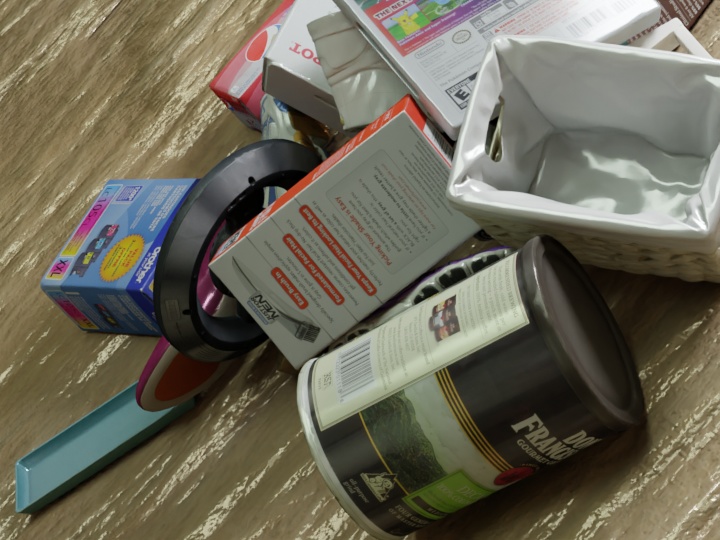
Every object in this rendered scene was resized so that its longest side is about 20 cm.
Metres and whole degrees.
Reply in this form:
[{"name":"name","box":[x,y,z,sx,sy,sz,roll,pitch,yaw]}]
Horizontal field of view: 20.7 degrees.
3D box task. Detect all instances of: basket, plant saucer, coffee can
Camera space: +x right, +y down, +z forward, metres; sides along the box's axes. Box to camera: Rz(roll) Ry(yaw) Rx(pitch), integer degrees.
[{"name":"basket","box":[0.181,-0.075,1.403,0.199,0.123,0.136,10,74,25]},{"name":"plant saucer","box":[-0.226,0.146,1.749,0.200,0.019,0.070,-34,35,15]},{"name":"coffee can","box":[0.077,0.085,1.383,0.200,0.146,0.147,-29,36,21]}]

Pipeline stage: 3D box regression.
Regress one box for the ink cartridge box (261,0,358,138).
[{"name":"ink cartridge box","box":[0.023,-0.216,1.688,0.200,0.145,0.084,-62,-2,-16]}]

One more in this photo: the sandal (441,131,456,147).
[{"name":"sandal","box":[0.106,-0.156,1.669,0.054,0.082,0.200,30,72,31]}]

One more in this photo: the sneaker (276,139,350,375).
[{"name":"sneaker","box":[0.000,0.000,1.625,0.067,0.090,0.201,-132,59,-79]}]

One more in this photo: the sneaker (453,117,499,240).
[{"name":"sneaker","box":[0.132,-0.051,1.559,0.089,0.074,0.200,-60,36,10]}]

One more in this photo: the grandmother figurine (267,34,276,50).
[{"name":"grandmother figurine","box":[0.024,-0.189,1.782,0.199,0.121,0.061,-3,77,17]}]

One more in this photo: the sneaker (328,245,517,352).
[{"name":"sneaker","box":[0.058,0.020,1.540,0.199,0.081,0.084,-23,32,28]}]

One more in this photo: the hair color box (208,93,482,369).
[{"name":"hair color box","box":[-0.006,-0.030,1.523,0.200,0.111,0.064,-37,10,15]}]

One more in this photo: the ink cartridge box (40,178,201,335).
[{"name":"ink cartridge box","box":[-0.189,-0.014,1.839,0.200,0.076,0.137,3,54,46]}]

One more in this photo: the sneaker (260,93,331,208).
[{"name":"sneaker","box":[-0.076,-0.104,1.820,0.088,0.075,0.200,-46,26,16]}]

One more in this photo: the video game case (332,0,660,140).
[{"name":"video game case","box":[0.103,-0.212,1.545,0.200,0.023,0.182,-31,61,-14]}]

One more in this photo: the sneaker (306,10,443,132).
[{"name":"sneaker","box":[0.065,-0.172,1.609,0.199,0.116,0.074,-17,0,-12]}]

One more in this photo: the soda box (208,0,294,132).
[{"name":"soda box","box":[-0.054,-0.229,1.944,0.200,0.063,0.070,-50,34,-9]}]

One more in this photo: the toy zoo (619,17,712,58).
[{"name":"toy zoo","box":[0.228,-0.108,1.501,0.131,0.020,0.200,-39,51,7]}]

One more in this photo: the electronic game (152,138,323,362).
[{"name":"electronic game","box":[-0.094,-0.015,1.632,0.042,0.200,0.200,29,74,34]}]

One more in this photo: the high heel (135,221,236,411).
[{"name":"high heel","box":[-0.141,0.035,1.718,0.200,0.068,0.096,-46,41,-16]}]

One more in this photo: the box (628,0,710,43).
[{"name":"box","box":[0.213,-0.217,1.619,0.200,0.100,0.075,-53,34,-16]}]
